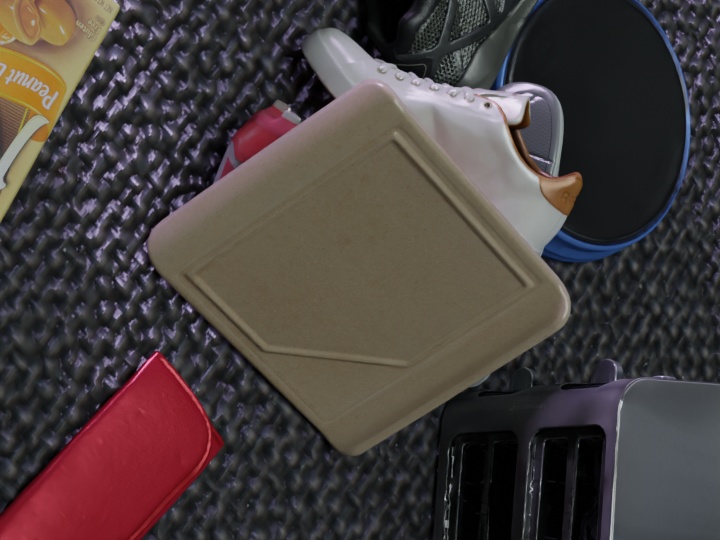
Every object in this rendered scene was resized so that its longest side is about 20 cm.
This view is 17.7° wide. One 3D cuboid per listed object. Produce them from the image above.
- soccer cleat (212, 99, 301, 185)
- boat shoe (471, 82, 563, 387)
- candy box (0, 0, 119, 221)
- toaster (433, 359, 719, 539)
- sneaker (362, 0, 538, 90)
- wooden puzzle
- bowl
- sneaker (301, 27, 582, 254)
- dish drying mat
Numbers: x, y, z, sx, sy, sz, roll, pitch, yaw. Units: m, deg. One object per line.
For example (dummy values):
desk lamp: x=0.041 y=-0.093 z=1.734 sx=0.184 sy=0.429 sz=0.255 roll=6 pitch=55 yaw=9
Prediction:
soccer cleat: x=0.001 y=-0.027 z=1.434 sx=0.200 sy=0.067 sz=0.077 roll=33 pitch=99 yaw=-18
boat shoe: x=0.087 y=-0.022 z=1.508 sx=0.065 sy=0.074 sz=0.203 roll=21 pitch=81 yaw=-72
candy box: x=-0.229 y=-0.099 z=1.274 sx=0.115 sy=0.055 sz=0.201 roll=40 pitch=63 yaw=-30
toaster: x=0.143 y=0.163 z=1.483 sx=0.118 sy=0.181 sz=0.201 roll=12 pitch=78 yaw=-35
sneaker: x=0.065 y=-0.208 z=1.510 sx=0.114 sy=0.076 sz=0.200 roll=43 pitch=67 yaw=-36
wooden puzzle: x=0.000 y=0.000 z=1.398 sx=0.200 sy=0.185 sz=0.037 roll=48 pitch=21 yaw=-24
bowl: x=0.153 y=-0.106 z=1.598 sx=0.200 sy=0.039 sz=0.202 roll=3 pitch=85 yaw=-39
sneaker: x=0.056 y=-0.098 z=1.451 sx=0.200 sy=0.073 sz=0.085 roll=42 pitch=102 yaw=3
dish drying mat: x=-0.158 y=0.140 z=1.339 sx=0.200 sy=0.018 sz=0.077 roll=-48 pitch=114 yaw=-31
